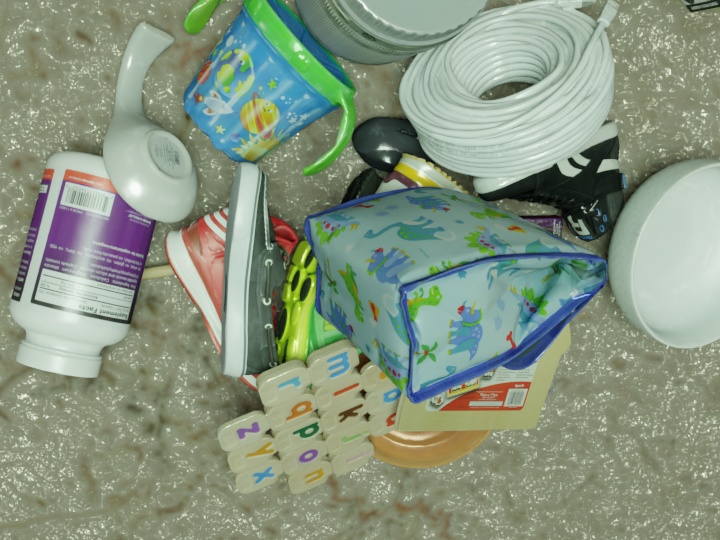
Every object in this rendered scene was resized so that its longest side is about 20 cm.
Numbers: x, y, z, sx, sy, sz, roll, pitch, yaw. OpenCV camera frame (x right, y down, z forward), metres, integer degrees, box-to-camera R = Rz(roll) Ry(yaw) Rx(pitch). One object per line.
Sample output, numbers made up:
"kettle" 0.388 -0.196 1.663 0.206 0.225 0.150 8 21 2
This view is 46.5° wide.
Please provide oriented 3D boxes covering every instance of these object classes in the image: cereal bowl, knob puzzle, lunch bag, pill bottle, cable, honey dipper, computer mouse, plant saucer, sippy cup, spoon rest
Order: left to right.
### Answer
"pill bottle" -0.265 -0.005 0.801 0.111 0.112 0.202 14 86 -9
"spoon rest" -0.200 -0.134 0.791 0.060 0.202 0.099 -27 150 34
"honey dipper" -0.197 -0.002 0.870 0.198 0.038 0.038 -7 103 -2
"sippy cup" -0.095 -0.176 0.802 0.130 0.178 0.139 -42 137 15
"plant saucer" 0.060 0.124 0.905 0.198 0.037 0.202 1 101 4
"computer mouse" 0.090 -0.128 0.863 0.198 0.034 0.059 3 62 -8
"lunch bag" 0.078 0.002 0.704 0.199 0.170 0.128 -21 123 -23
"knob puzzle" 0.128 0.065 0.841 0.218 0.030 0.222 -10 116 -22
"cable" 0.139 -0.175 0.796 0.198 0.201 0.069 3 143 25
"cereal bowl" 0.340 -0.025 0.887 0.198 0.083 0.202 -8 112 -21

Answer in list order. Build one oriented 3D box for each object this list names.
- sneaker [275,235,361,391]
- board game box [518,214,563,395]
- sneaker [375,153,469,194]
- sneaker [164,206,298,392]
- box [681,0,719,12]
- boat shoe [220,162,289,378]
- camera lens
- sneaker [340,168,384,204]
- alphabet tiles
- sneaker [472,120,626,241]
"sneaker" -0.030 0.038 0.808 0.083 0.074 0.202 5 115 -28
"board game box" 0.158 0.041 0.922 0.119 0.032 0.202 -1 102 -2
"sneaker" 0.097 -0.029 0.845 0.199 0.075 0.090 35 92 -14
"sneaker" -0.097 0.026 0.830 0.115 0.079 0.201 -27 116 8
"box" 0.300 -0.348 0.832 0.200 0.075 0.050 43 95 -14
"boat shoe" -0.095 0.002 0.767 0.056 0.069 0.202 2 107 -14
"camera lens" 0.027 -0.272 0.747 0.158 0.200 0.162 -2 99 -12
"sneaker" 0.000 0.000 0.873 0.090 0.076 0.201 23 99 -14
"alphabet tiles" -0.040 0.149 0.825 0.194 0.015 0.201 -22 137 -12
"sneaker" 0.204 -0.074 0.842 0.199 0.073 0.113 -24 103 -32
